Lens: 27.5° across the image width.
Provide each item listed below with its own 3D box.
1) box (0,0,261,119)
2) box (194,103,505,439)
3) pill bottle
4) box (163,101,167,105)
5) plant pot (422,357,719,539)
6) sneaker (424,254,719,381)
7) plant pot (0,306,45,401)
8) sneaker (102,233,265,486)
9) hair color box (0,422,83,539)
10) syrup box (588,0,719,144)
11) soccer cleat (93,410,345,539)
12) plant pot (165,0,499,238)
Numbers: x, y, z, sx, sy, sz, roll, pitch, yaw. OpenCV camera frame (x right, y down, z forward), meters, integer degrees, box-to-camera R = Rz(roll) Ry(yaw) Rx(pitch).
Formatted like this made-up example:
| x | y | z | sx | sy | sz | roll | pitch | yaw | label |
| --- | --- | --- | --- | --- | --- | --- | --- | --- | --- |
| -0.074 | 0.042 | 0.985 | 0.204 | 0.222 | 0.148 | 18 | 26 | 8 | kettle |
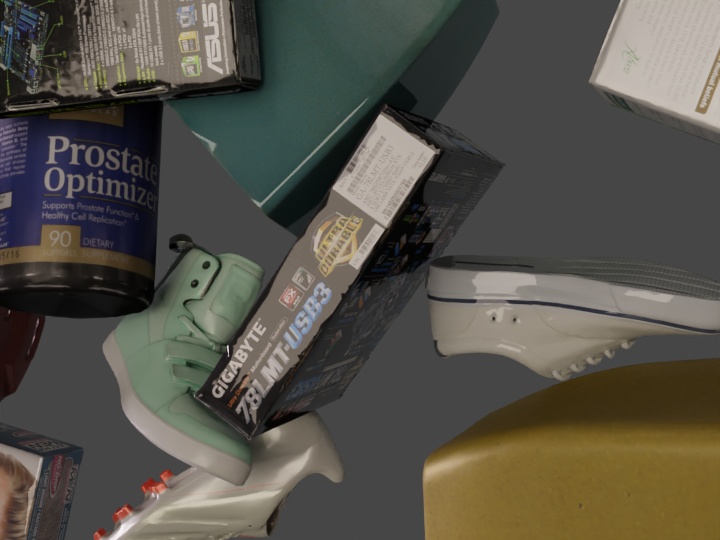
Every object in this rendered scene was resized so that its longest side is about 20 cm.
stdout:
| x | y | z | sx | sy | sz | roll | pitch | yaw | label |
| --- | --- | --- | --- | --- | --- | --- | --- | --- | --- |
| -0.163 | -0.197 | 0.876 | 0.192 | 0.047 | 0.202 | -5 | 92 | 16 | box |
| 0.000 | 0.000 | 0.901 | 0.050 | 0.200 | 0.199 | 38 | 101 | 11 | box |
| -0.187 | -0.076 | 0.967 | 0.111 | 0.112 | 0.202 | -4 | 78 | 19 | pill bottle |
| -0.096 | -0.186 | 1.025 | 0.200 | 0.041 | 0.039 | -41 | 77 | 15 | box |
| 0.146 | 0.155 | 0.845 | 0.199 | 0.195 | 0.196 | 2 | 99 | 27 | plant pot |
| 0.137 | 0.032 | 0.928 | 0.199 | 0.073 | 0.071 | 5 | 106 | 25 | sneaker |
| -0.338 | 0.017 | 1.035 | 0.194 | 0.201 | 0.202 | 18 | 94 | 10 | plant pot |
| -0.101 | 0.050 | 0.962 | 0.119 | 0.074 | 0.200 | -54 | 35 | 6 | sneaker |
| -0.311 | 0.155 | 1.080 | 0.199 | 0.060 | 0.101 | 13 | 93 | 19 | hair color box |
| 0.248 | -0.108 | 0.880 | 0.199 | 0.079 | 0.082 | 24 | 96 | 18 | syrup box |
| -0.101 | 0.162 | 1.004 | 0.199 | 0.069 | 0.078 | -36 | 94 | 17 | soccer cleat |
| -0.015 | -0.141 | 0.948 | 0.200 | 0.141 | 0.141 | -42 | 76 | 3 | plant pot |
